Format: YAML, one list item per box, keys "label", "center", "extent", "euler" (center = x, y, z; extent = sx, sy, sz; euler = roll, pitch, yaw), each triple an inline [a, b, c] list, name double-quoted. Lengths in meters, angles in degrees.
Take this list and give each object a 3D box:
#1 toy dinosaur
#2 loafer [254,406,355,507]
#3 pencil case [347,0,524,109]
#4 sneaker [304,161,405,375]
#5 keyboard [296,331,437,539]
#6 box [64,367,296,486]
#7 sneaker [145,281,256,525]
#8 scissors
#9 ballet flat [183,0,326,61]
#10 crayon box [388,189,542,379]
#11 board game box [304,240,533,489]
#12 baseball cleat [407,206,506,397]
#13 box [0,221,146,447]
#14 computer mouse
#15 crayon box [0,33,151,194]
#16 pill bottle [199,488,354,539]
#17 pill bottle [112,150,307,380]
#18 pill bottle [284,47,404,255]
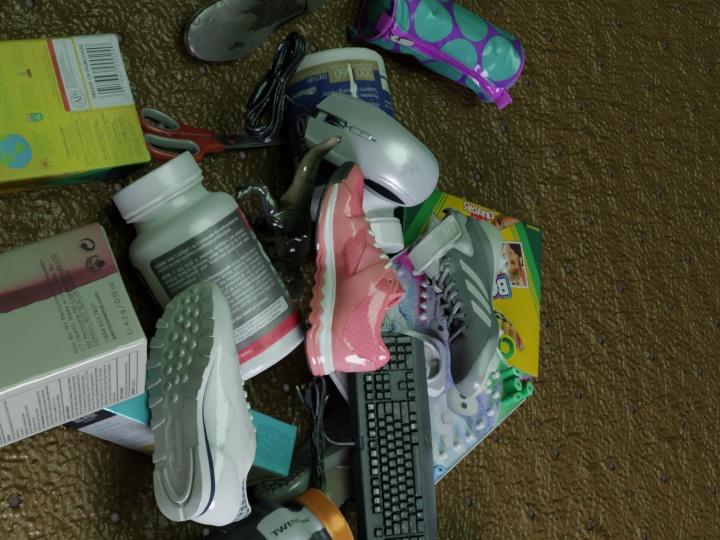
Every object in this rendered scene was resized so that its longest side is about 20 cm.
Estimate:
- label: "toy dinosaur"
  center: [-0.081, -0.050, 1.243]
  extent: [0.087, 0.201, 0.048]
  euler: [9, 32, -10]
- label: "loafer"
  center: [-0.019, 0.189, 1.254]
  extent: [0.199, 0.075, 0.070]
  euler: [-31, 110, -37]
- label: "pencil case"
  center: [0.090, -0.259, 1.457]
  extent: [0.199, 0.085, 0.093]
  euler: [20, 49, -32]
- label: "sneaker"
  center: [0.000, 0.000, 1.191]
  extent: [0.086, 0.074, 0.202]
  euler: [4, 76, 3]
- label: "keyboard"
  center: [0.007, 0.158, 1.195]
  extent: [0.126, 0.021, 0.202]
  euler: [-2, 82, -16]
- label: "box"
  center: [-0.161, 0.135, 1.143]
  extent: [0.199, 0.082, 0.049]
  euler: [26, 60, -30]
- label: "sneaker"
  center: [-0.126, 0.110, 1.087]
  extent: [0.080, 0.076, 0.202]
  euler: [15, 71, -47]
- label: "scissors"
  center: [-0.135, -0.120, 1.269]
  extent: [0.199, 0.014, 0.073]
  euler: [8, 39, -39]
- label: "ballet flat"
  center: [-0.109, -0.270, 1.335]
  extent: [0.200, 0.046, 0.068]
  euler: [-37, 131, -34]
- label: "crayon box"
  center: [0.106, 0.015, 1.404]
  extent: [0.199, 0.058, 0.174]
  euler: [17, 67, -33]
- label: "board game box"
  center: [0.063, 0.088, 1.281]
  extent: [0.200, 0.026, 0.201]
  euler: [-35, 92, -40]
- label: "baseball cleat"
  center: [0.089, 0.027, 1.276]
  extent: [0.106, 0.070, 0.201]
  euler: [24, 48, -19]
- label: "box"
  center: [-0.273, 0.062, 0.993]
  extent: [0.199, 0.128, 0.110]
  euler: [-19, 71, -18]
- label: "computer mouse"
  center: [-0.011, -0.135, 1.239]
  extent: [0.199, 0.044, 0.110]
  euler: [30, 77, 0]
- label: "crayon box"
  center: [-0.294, -0.137, 1.139]
  extent: [0.199, 0.051, 0.128]
  euler: [-12, 84, -40]
- label: "pill bottle"
  center: [-0.100, 0.268, 1.111]
  extent: [0.199, 0.106, 0.107]
  euler: [-32, 97, -27]
- label: "pill bottle"
  center: [-0.141, -0.001, 1.181]
  extent: [0.111, 0.110, 0.201]
  euler: [-36, 100, -39]
- label: "pill bottle"
  center: [-0.013, -0.113, 1.314]
  extent: [0.110, 0.111, 0.202]
  euler: [-3, 79, -39]
